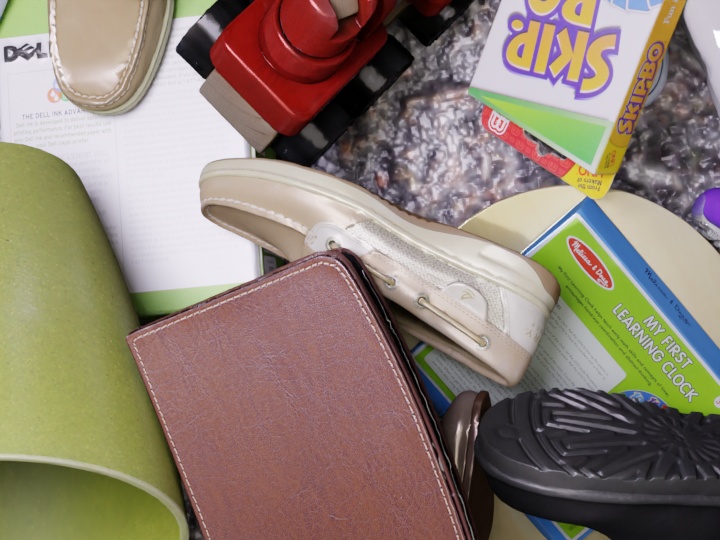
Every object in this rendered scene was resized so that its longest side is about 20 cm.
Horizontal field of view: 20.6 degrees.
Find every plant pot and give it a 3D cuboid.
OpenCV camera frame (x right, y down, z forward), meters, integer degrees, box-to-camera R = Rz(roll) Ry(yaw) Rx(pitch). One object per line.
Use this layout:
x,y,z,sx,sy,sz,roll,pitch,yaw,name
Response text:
-0.181,0.045,0.990,0.185,0.188,0.202,-11,58,10,plant pot

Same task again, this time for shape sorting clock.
0.113,0.055,1.053,0.198,0.039,0.202,1,101,4,shape sorting clock

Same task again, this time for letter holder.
0.002,0.091,0.934,0.141,0.100,0.202,-22,90,35,letter holder

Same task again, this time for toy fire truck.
0.001,-0.171,0.994,0.129,0.200,0.176,45,62,-2,toy fire truck

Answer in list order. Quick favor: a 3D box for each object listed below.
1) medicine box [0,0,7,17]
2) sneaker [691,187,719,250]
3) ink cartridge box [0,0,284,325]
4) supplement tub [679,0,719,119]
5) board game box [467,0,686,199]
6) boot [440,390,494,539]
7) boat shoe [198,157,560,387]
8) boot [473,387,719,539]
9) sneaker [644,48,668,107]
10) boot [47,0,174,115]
-0.257,-0.255,1.076,0.181,0.103,0.202,28,99,29,medicine box
0.278,-0.029,1.053,0.198,0.070,0.101,17,95,-1,sneaker
-0.123,-0.072,1.111,0.146,0.076,0.202,-5,84,10,ink cartridge box
0.267,-0.143,1.014,0.198,0.132,0.133,-22,90,10,supplement tub
0.120,-0.144,1.002,0.095,0.030,0.202,36,119,36,board game box
-0.006,0.149,1.046,0.145,0.070,0.202,9,106,19,boot
0.000,0.000,1.007,0.198,0.072,0.065,21,76,13,boat shoe
0.140,0.153,1.015,0.209,0.080,0.159,9,114,-17,boot
0.109,-0.179,1.066,0.072,0.071,0.202,-24,90,10,sneaker
-0.138,-0.178,0.999,0.071,0.155,0.202,9,97,6,boot
